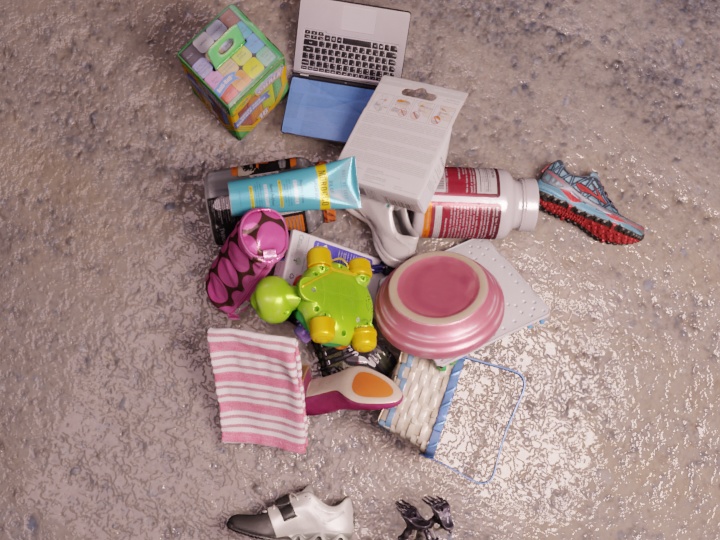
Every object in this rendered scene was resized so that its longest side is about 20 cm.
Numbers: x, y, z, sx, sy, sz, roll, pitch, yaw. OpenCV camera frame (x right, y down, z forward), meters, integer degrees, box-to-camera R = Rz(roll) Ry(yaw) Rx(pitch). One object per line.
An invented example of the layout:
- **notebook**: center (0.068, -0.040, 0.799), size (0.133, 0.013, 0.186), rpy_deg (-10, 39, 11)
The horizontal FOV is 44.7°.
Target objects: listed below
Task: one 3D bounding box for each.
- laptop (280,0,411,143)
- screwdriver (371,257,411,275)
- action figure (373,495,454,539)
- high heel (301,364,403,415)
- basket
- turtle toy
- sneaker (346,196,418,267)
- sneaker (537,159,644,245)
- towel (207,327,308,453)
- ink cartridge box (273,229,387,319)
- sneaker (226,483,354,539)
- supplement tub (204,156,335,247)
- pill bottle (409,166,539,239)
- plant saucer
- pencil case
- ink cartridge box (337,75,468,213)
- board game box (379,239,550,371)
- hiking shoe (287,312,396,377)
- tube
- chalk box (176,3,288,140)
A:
- **laptop**: center (-0.023, -0.323, 1.422), size (0.184, 0.116, 0.203), rpy_deg (8, 115, -1)
- **screwdriver**: center (0.000, 0.000, 1.387), size (0.197, 0.029, 0.028), rpy_deg (-7, 94, -27)
- **action figure**: center (0.082, 0.429, 1.327), size (0.117, 0.102, 0.203), rpy_deg (-9, 123, -30)
- **high heel**: center (-0.025, 0.199, 1.332), size (0.196, 0.097, 0.068), rpy_deg (3, 43, 18)
- **basket**: center (0.137, 0.207, 1.339), size (0.197, 0.139, 0.179), rpy_deg (22, 82, 12)
- **turtle toy**: center (-0.064, 0.049, 1.289), size (0.197, 0.101, 0.148), rpy_deg (15, 59, -33)
- **sneaker**: center (0.030, -0.108, 1.395), size (0.075, 0.089, 0.201), rpy_deg (-26, 73, -36)
- **sneaker**: center (0.383, -0.116, 1.429), size (0.198, 0.079, 0.097), rpy_deg (28, 75, -2)
- **towel**: center (-0.155, 0.183, 1.323), size (0.144, 0.030, 0.203), rpy_deg (4, 117, 16)
- **ink cartridge box**: center (-0.043, 0.010, 1.387), size (0.198, 0.039, 0.101), rpy_deg (19, 79, -32)
- **sneaker**: center (-0.105, 0.373, 1.347), size (0.196, 0.074, 0.090), rpy_deg (6, 76, -9)
- **supplement tub**: center (-0.142, -0.110, 1.388), size (0.196, 0.123, 0.125), rpy_deg (-9, 82, -4)
- **pill bottle**: center (0.180, -0.107, 1.403), size (0.196, 0.113, 0.115), rpy_deg (2, 81, -2)
- **plant saucer**: center (0.117, 0.040, 1.314), size (0.196, 0.051, 0.203), rpy_deg (-5, 44, 5)
- **pencil case**: center (-0.172, -0.008, 1.333), size (0.089, 0.200, 0.095), rpy_deg (7, 59, -21)
- **ink cartridge box**: center (0.065, -0.201, 1.369), size (0.158, 0.047, 0.202), rpy_deg (17, 69, 26)
- **board game box**: center (0.158, 0.047, 1.355), size (0.197, 0.026, 0.201), rpy_deg (-23, 47, -14)
- **hiking shoe**: center (-0.044, 0.128, 1.379), size (0.198, 0.076, 0.102), rpy_deg (30, 78, 2)
- **tube**: center (-0.099, -0.119, 1.310), size (0.196, 0.050, 0.079), rpy_deg (-9, 105, -8)
- **chalk box**: center (-0.197, -0.316, 1.376), size (0.124, 0.200, 0.124), rpy_deg (-44, 85, -7)
